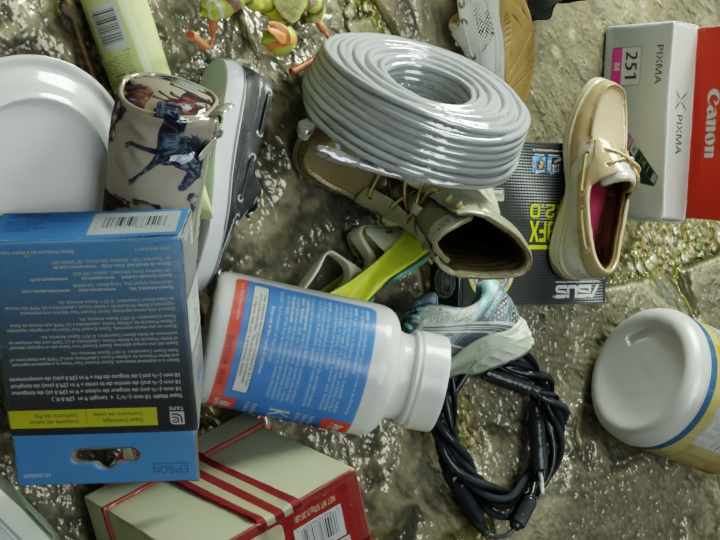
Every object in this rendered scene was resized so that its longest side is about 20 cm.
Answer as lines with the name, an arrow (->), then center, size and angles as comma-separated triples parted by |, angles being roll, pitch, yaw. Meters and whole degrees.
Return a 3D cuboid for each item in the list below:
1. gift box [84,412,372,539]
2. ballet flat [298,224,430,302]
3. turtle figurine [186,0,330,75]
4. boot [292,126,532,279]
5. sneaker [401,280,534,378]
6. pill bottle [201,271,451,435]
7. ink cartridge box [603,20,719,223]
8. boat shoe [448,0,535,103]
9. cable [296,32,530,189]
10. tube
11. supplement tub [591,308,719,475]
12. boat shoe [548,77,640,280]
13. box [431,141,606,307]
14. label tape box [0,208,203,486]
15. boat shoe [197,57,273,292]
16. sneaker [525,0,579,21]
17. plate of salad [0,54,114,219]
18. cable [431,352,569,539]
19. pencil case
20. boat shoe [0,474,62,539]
gift box -> -0.100, 0.218, 1.226 | 0.184, 0.187, 0.201 | -21, 112, -34
ballet flat -> 0.000, 0.000, 1.368 | 0.200, 0.067, 0.067 | -41, 100, -26
turtle figurine -> -0.077, -0.247, 1.264 | 0.200, 0.064, 0.162 | -9, 93, -55
boot -> 0.045, -0.060, 1.317 | 0.200, 0.155, 0.072 | 19, 109, -19
sneaker -> 0.054, 0.069, 1.396 | 0.200, 0.078, 0.087 | -23, 91, -13
pill bottle -> -0.031, 0.074, 1.261 | 0.199, 0.112, 0.113 | 13, 85, -8
ink cartridge box -> 0.316, -0.147, 1.523 | 0.043, 0.173, 0.201 | 2, 92, -37
boat shoe -> 0.118, -0.232, 1.438 | 0.071, 0.069, 0.200 | -53, 143, -43
cable -> 0.047, -0.141, 1.311 | 0.199, 0.200, 0.069 | 16, 118, -10
tube -> -0.170, -0.134, 1.226 | 0.052, 0.058, 0.200 | -17, 101, 4
supplement tub -> 0.354, 0.132, 1.593 | 0.200, 0.145, 0.145 | 22, 80, -37
boat shoe -> 0.238, -0.088, 1.479 | 0.074, 0.069, 0.201 | 9, 88, -38
box -> 0.160, -0.046, 1.494 | 0.200, 0.044, 0.161 | 0, 93, -37
label tape box -> -0.194, 0.058, 1.148 | 0.144, 0.063, 0.201 | -1, 112, 1
boat shoe -> -0.111, -0.075, 1.277 | 0.066, 0.070, 0.201 | 14, 77, -35
sneaker -> 0.206, -0.322, 1.485 | 0.200, 0.077, 0.111 | -44, 112, -22
plate of salad -> -0.264, -0.067, 1.162 | 0.200, 0.048, 0.201 | -17, 116, -37
cable -> 0.137, 0.151, 1.488 | 0.163, 0.051, 0.200 | -42, 116, -27
pencil case -> -0.155, -0.047, 1.181 | 0.078, 0.089, 0.200 | -31, 136, -56
boat shoe -> -0.264, 0.233, 1.188 | 0.071, 0.070, 0.201 | -37, 118, -7
